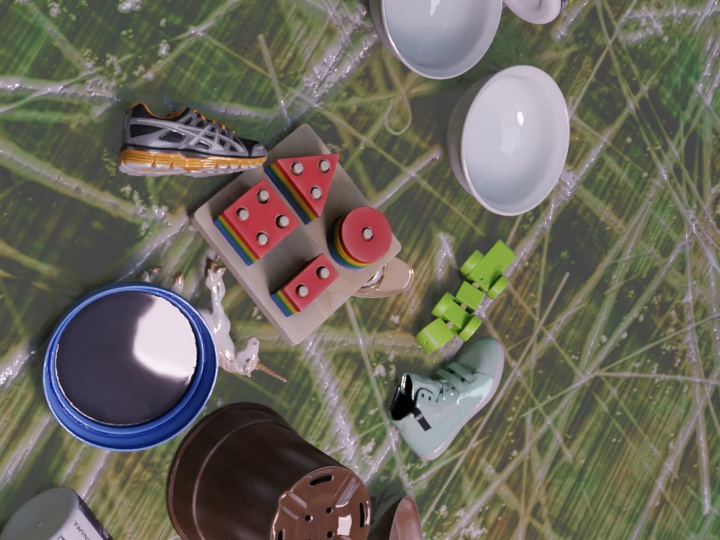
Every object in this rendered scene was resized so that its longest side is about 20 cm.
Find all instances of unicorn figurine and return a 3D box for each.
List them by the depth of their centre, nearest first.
[{"bbox_3d":[-0.191,0.062,1.584,0.198,0.074,0.139,-2,102,-22],"label":"unicorn figurine"}]

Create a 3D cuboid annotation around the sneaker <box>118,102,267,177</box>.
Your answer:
[{"bbox_3d":[-0.189,-0.150,1.529,0.199,0.078,0.078,0,83,-45],"label":"sneaker"}]

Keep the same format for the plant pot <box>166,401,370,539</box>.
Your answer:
[{"bbox_3d":[-0.103,0.283,1.613,0.199,0.197,0.203,-9,105,-36],"label":"plant pot"}]

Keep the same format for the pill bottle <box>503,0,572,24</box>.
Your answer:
[{"bbox_3d":[0.281,-0.438,1.812,0.200,0.112,0.112,-45,124,-21],"label":"pill bottle"}]

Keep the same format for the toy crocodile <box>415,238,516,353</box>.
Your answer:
[{"bbox_3d":[0.151,0.036,1.851,0.067,0.062,0.201,38,67,-1],"label":"toy crocodile"}]

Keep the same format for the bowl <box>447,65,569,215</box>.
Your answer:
[{"bbox_3d":[0.184,-0.180,1.797,0.200,0.090,0.203,-10,106,-37],"label":"bowl"}]

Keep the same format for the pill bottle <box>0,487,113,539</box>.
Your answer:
[{"bbox_3d":[-0.317,0.352,1.517,0.106,0.106,0.201,-44,123,-22],"label":"pill bottle"}]

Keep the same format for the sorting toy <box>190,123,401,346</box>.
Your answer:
[{"bbox_3d":[-0.065,-0.051,1.596,0.199,0.069,0.201,-42,97,-26],"label":"sorting toy"}]

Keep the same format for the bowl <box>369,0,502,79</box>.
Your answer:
[{"bbox_3d":[0.080,-0.348,1.685,0.200,0.090,0.203,-11,107,-36],"label":"bowl"}]

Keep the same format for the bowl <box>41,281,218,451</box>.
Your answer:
[{"bbox_3d":[-0.263,0.107,1.509,0.198,0.039,0.203,-6,110,-17],"label":"bowl"}]

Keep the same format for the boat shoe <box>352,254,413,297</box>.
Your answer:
[{"bbox_3d":[0.000,0.000,1.714,0.199,0.069,0.075,11,93,-39],"label":"boat shoe"}]

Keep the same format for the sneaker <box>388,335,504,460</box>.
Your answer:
[{"bbox_3d":[0.119,0.155,1.838,0.201,0.073,0.118,-54,133,-13],"label":"sneaker"}]

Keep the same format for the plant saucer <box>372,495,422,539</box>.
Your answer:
[{"bbox_3d":[0.047,0.410,1.816,0.200,0.036,0.203,0,90,-74],"label":"plant saucer"}]
